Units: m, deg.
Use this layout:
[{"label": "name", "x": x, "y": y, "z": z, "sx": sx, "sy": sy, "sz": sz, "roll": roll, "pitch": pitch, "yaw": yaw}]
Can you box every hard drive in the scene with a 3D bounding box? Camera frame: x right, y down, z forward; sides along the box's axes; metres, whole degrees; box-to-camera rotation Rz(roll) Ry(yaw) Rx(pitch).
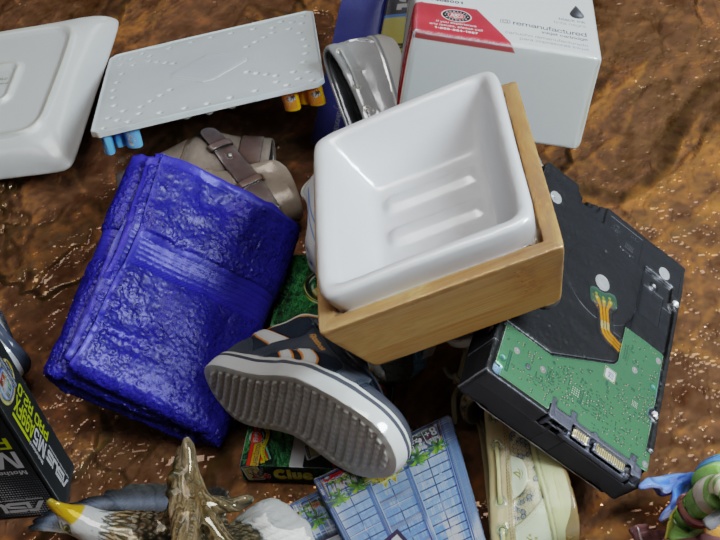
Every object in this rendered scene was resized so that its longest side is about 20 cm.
[{"label": "hard drive", "x": 0.149, "y": 0.037, "z": 0.923, "sx": 0.139, "sy": 0.038, "sz": 0.201, "roll": 35, "pitch": 47, "yaw": -15}]

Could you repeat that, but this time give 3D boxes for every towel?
[{"label": "towel", "x": -0.136, "y": 0.017, "z": 1.019, "sx": 0.147, "sy": 0.050, "sz": 0.201, "roll": 23, "pitch": 64, "yaw": -10}]

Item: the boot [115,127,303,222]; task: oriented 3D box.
[{"label": "boot", "x": -0.119, "y": -0.036, "z": 1.109, "sx": 0.145, "sy": 0.070, "sz": 0.201, "roll": -11, "pitch": 56, "yaw": -8}]

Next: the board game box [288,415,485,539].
[{"label": "board game box", "x": 0.016, "y": 0.221, "z": 0.860, "sx": 0.199, "sy": 0.062, "sz": 0.200, "roll": -25, "pitch": 49, "yaw": -9}]

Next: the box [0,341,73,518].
[{"label": "box", "x": -0.323, "y": 0.120, "z": 0.955, "sx": 0.199, "sy": 0.161, "sz": 0.044, "roll": -5, "pitch": 48, "yaw": 7}]

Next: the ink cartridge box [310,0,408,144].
[{"label": "ink cartridge box", "x": 0.063, "y": -0.198, "z": 1.217, "sx": 0.199, "sy": 0.047, "sz": 0.198, "roll": 1, "pitch": 51, "yaw": 10}]

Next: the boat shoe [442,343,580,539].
[{"label": "boat shoe", "x": 0.094, "y": 0.105, "z": 0.933, "sx": 0.062, "sy": 0.074, "sz": 0.201, "roll": -14, "pitch": 49, "yaw": -3}]

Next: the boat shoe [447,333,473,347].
[{"label": "boat shoe", "x": 0.075, "y": -0.035, "z": 0.983, "sx": 0.067, "sy": 0.057, "sz": 0.201, "roll": -17, "pitch": 41, "yaw": 22}]

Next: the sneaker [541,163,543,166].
[{"label": "sneaker", "x": 0.123, "y": -0.048, "z": 1.068, "sx": 0.081, "sy": 0.075, "sz": 0.200, "roll": -36, "pitch": 52, "yaw": 8}]

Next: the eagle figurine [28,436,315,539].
[{"label": "eagle figurine", "x": -0.141, "y": 0.187, "z": 0.869, "sx": 0.151, "sy": 0.200, "sz": 0.151, "roll": -30, "pitch": 78, "yaw": -40}]

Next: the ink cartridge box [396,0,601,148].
[{"label": "ink cartridge box", "x": 0.108, "y": -0.194, "z": 1.084, "sx": 0.143, "sy": 0.084, "sz": 0.200, "roll": 8, "pitch": 37, "yaw": -2}]

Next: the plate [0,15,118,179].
[{"label": "plate", "x": -0.340, "y": -0.165, "z": 1.270, "sx": 0.198, "sy": 0.032, "sz": 0.201, "roll": -5, "pitch": 51, "yaw": 17}]

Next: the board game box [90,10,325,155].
[{"label": "board game box", "x": -0.132, "y": -0.170, "z": 1.205, "sx": 0.199, "sy": 0.026, "sz": 0.200, "roll": -13, "pitch": 28, "yaw": 2}]

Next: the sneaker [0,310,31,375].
[{"label": "sneaker", "x": -0.350, "y": 0.061, "z": 1.071, "sx": 0.199, "sy": 0.070, "sz": 0.109, "roll": 24, "pitch": 59, "yaw": 26}]

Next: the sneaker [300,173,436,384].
[{"label": "sneaker", "x": 0.000, "y": 0.000, "z": 1.026, "sx": 0.075, "sy": 0.087, "sz": 0.201, "roll": 10, "pitch": 56, "yaw": -38}]

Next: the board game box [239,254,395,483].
[{"label": "board game box", "x": -0.023, "y": 0.070, "z": 1.024, "sx": 0.104, "sy": 0.024, "sz": 0.201, "roll": -2, "pitch": 50, "yaw": 13}]

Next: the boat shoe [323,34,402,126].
[{"label": "boat shoe", "x": 0.014, "y": -0.102, "z": 1.094, "sx": 0.068, "sy": 0.072, "sz": 0.201, "roll": -7, "pitch": 73, "yaw": -16}]

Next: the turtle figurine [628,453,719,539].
[{"label": "turtle figurine", "x": 0.241, "y": 0.188, "z": 0.785, "sx": 0.199, "sy": 0.144, "sz": 0.195, "roll": 8, "pitch": 56, "yaw": 23}]

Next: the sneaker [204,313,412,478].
[{"label": "sneaker", "x": -0.023, "y": 0.076, "z": 0.925, "sx": 0.079, "sy": 0.079, "sz": 0.199, "roll": -36, "pitch": 32, "yaw": -29}]

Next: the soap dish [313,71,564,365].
[{"label": "soap dish", "x": 0.049, "y": -0.035, "z": 0.892, "sx": 0.157, "sy": 0.081, "sz": 0.200, "roll": -21, "pitch": 35, "yaw": 12}]
